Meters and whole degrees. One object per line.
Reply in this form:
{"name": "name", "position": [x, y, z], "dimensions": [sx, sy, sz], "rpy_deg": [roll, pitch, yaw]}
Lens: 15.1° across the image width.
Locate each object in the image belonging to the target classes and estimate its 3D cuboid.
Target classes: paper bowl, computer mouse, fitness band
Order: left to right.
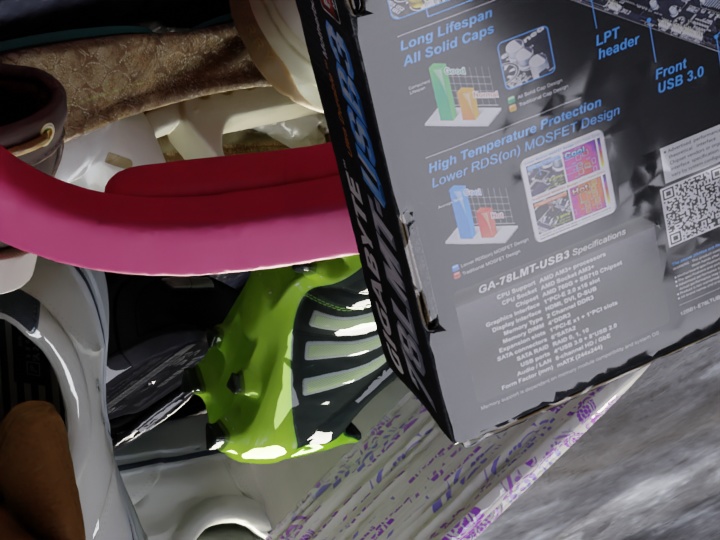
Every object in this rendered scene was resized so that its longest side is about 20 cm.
{"name": "computer mouse", "position": [-0.106, 0.040, 1.101], "dimensions": [0.140, 0.046, 0.200], "rpy_deg": [-36, 172, 23]}
{"name": "fitness band", "position": [-0.031, -0.067, 0.697], "dimensions": [0.200, 0.037, 0.144], "rpy_deg": [-9, 127, 8]}
{"name": "paper bowl", "position": [0.029, 0.071, 1.227], "dimensions": [0.201, 0.104, 0.201], "rpy_deg": [-43, 175, -5]}

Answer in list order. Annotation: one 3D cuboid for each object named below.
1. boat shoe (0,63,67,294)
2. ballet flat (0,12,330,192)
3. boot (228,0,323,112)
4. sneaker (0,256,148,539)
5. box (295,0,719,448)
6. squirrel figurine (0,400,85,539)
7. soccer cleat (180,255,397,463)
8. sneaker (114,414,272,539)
{"name": "boat shoe", "position": [-0.170, -0.032, 0.733], "dimensions": [0.200, 0.072, 0.060], "rpy_deg": [3, 119, -38]}
{"name": "ballet flat", "position": [-0.059, -0.045, 0.856], "dimensions": [0.200, 0.065, 0.071], "rpy_deg": [-16, 162, -30]}
{"name": "boot", "position": [0.075, -0.110, 0.846], "dimensions": [0.200, 0.072, 0.155], "rpy_deg": [-3, 151, -47]}
{"name": "sneaker", "position": [-0.122, 0.083, 0.974], "dimensions": [0.073, 0.200, 0.071], "rpy_deg": [1, -155, 16]}
{"name": "box", "position": [0.083, -0.080, 0.651], "dimensions": [0.200, 0.050, 0.199], "rpy_deg": [-23, 124, -12]}
{"name": "squirrel figurine", "position": [-0.175, 0.152, 0.877], "dimensions": [0.186, 0.142, 0.200], "rpy_deg": [-13, 158, -21]}
{"name": "soccer cleat", "position": [0.000, 0.000, 0.996], "dimensions": [0.081, 0.068, 0.200], "rpy_deg": [-3, 143, -30]}
{"name": "sneaker", "position": [-0.117, 0.116, 1.240], "dimensions": [0.200, 0.071, 0.073], "rpy_deg": [-13, 160, -38]}
